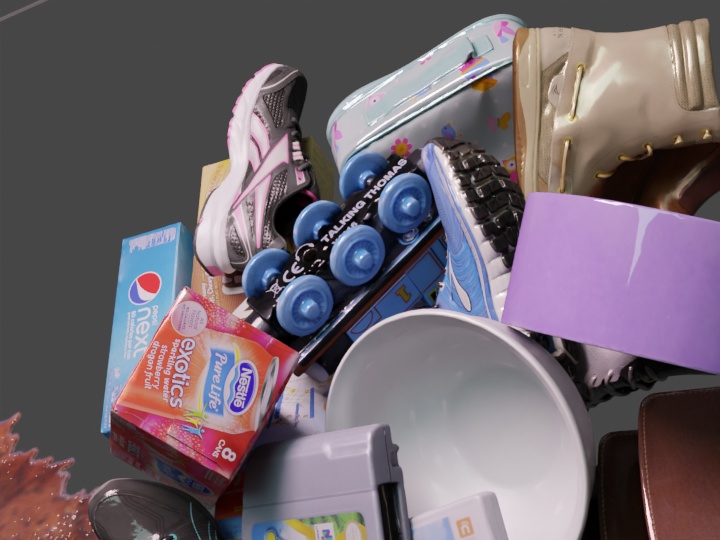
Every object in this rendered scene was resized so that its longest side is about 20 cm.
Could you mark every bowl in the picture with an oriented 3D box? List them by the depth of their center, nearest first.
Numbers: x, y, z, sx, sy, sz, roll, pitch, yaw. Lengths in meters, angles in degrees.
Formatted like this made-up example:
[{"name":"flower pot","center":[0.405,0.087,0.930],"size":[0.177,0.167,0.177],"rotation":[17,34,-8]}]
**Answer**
[{"name":"bowl","center":[0.080,0.113,0.970],"size":[0.199,0.090,0.203],"rotation":[11,109,33]}]

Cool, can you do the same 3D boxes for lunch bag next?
[{"name":"lunch bag","center":[0.081,-0.109,1.171],"size":[0.199,0.161,0.077],"rotation":[-30,39,10]}]

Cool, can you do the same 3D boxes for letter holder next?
[{"name":"letter holder","center":[0.195,0.187,0.911],"size":[0.140,0.101,0.202],"rotation":[-5,53,2]}]

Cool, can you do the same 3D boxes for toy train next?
[{"name":"toy train","center":[0.000,0.000,1.101],"size":[0.200,0.114,0.087],"rotation":[-46,37,-8]}]

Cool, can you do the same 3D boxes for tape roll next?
[{"name":"tape roll","center":[0.192,0.014,0.902],"size":[0.199,0.199,0.086],"rotation":[13,89,36]}]

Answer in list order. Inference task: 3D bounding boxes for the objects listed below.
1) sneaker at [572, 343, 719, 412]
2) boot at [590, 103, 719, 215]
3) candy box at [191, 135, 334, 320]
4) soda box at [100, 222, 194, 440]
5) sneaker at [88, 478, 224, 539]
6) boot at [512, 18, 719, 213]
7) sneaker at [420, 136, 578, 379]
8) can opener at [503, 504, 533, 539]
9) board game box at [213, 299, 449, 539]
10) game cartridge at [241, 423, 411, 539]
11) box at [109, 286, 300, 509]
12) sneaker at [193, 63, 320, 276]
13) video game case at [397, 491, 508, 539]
[{"name":"sneaker","center":[0.175,0.090,1.049],"size":[0.198,0.075,0.117],"rotation":[3,68,38]},{"name":"boot","center":[0.250,-0.046,1.098],"size":[0.187,0.069,0.201],"rotation":[27,78,33]},{"name":"candy box","center":[-0.086,-0.014,1.277],"size":[0.114,0.055,0.202],"rotation":[-15,52,20]},{"name":"soda box","center":[-0.174,0.062,1.266],"size":[0.064,0.068,0.202],"rotation":[-14,52,20]},{"name":"sneaker","center":[-0.119,0.225,1.045],"size":[0.200,0.079,0.076],"rotation":[40,96,4]},{"name":"boot","center":[0.192,-0.083,1.076],"size":[0.154,0.202,0.073],"rotation":[-3,10,5]},{"name":"sneaker","center":[0.079,0.001,1.039],"size":[0.089,0.078,0.202],"rotation":[-24,80,36]},{"name":"can opener","center":[0.068,0.216,1.025],"size":[0.200,0.053,0.067],"rotation":[-43,51,-4]},{"name":"board game box","center":[-0.013,0.132,1.130],"size":[0.198,0.056,0.198],"rotation":[-14,53,22]},{"name":"game cartridge","center":[-0.021,0.210,0.959],"size":[0.133,0.040,0.202],"rotation":[-16,78,43]},{"name":"box","center":[-0.116,0.097,1.038],"size":[0.095,0.200,0.100],"rotation":[30,72,-1]},{"name":"sneaker","center":[-0.069,-0.080,1.241],"size":[0.085,0.080,0.202],"rotation":[7,67,17]},{"name":"video game case","center":[0.034,0.260,0.946],"size":[0.199,0.022,0.184],"rotation":[-28,71,38]}]
